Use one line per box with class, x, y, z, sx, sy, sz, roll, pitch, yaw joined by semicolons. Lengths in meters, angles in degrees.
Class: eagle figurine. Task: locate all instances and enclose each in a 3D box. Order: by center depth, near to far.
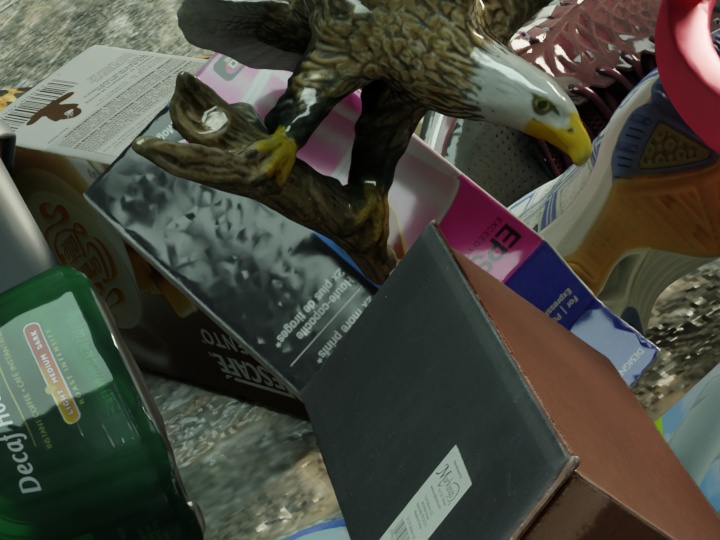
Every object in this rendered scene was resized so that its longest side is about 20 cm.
eagle figurine;0.035;-0.093;0.787;0.200;0.151;0.152;-54;1;8

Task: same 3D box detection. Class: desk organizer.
desk organizer;0.045;0.062;0.700;0.072;0.077;0.200;-53;17;9

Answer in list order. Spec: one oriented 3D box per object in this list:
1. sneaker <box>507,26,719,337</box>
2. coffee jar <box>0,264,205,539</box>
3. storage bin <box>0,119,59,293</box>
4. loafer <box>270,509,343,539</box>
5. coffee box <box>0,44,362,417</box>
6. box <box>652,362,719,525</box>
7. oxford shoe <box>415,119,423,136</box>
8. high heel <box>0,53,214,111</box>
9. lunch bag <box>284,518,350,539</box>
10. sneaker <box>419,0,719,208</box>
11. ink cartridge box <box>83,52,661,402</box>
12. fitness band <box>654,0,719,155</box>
sneaker;0.087;-0.021;0.909;0.200;0.075;0.088;-47;26;-15
coffee jar;-0.158;0.084;0.793;0.199;0.085;0.105;-25;63;-8
storage bin;-0.195;0.047;0.980;0.199;0.135;0.146;-33;-5;-16
loafer;-0.056;0.125;0.797;0.199;0.070;0.070;-28;35;-5
coffee box;-0.063;-0.019;1.021;0.080;0.115;0.200;-39;30;-27
box;0.134;0.058;0.691;0.200;0.048;0.122;-46;19;22
oxford shoe;0.062;-0.105;1.118;0.074;0.071;0.200;-5;32;40
high heel;-0.104;-0.069;1.134;0.142;0.072;0.200;-21;-2;20
lunch bag;-0.023;0.162;0.668;0.160;0.083;0.200;-32;28;3
sneaker;0.109;-0.073;1.016;0.115;0.076;0.200;-1;34;35
ink cartridge box;0.000;0.000;0.855;0.095;0.037;0.200;-47;62;-4
fitness band;0.185;-0.093;0.877;0.143;0.038;0.200;29;47;12
